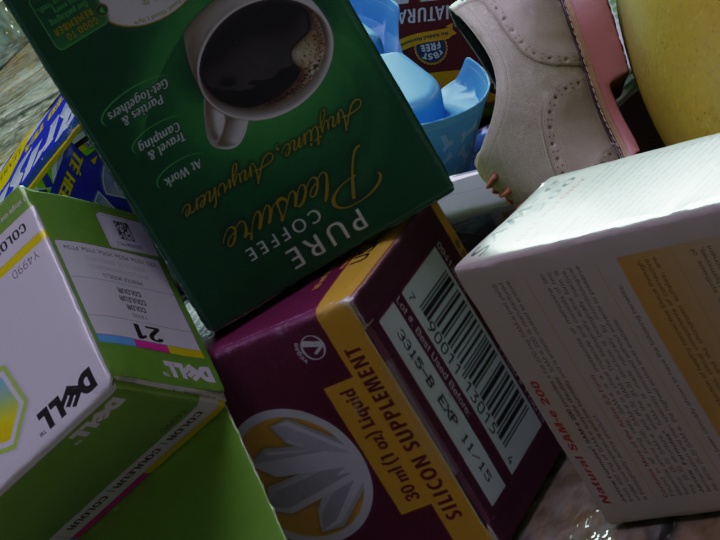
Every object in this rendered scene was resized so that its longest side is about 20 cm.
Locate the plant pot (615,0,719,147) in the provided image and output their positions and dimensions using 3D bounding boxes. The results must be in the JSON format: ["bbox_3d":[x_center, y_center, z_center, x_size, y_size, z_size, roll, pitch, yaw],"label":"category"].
[{"bbox_3d":[0.205,-0.076,1.148,0.199,0.200,0.142,-25,36,24],"label":"plant pot"}]

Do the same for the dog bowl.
[{"bbox_3d":[-0.014,-0.084,1.350,0.111,0.050,0.200,-12,29,-22],"label":"dog bowl"}]

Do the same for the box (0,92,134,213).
[{"bbox_3d":[-0.136,-0.014,1.235,0.200,0.064,0.070,-50,21,20],"label":"box"}]

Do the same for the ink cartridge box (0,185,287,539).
[{"bbox_3d":[-0.121,0.091,1.130,0.148,0.201,0.076,-42,-31,24],"label":"ink cartridge box"}]

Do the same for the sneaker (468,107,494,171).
[{"bbox_3d":[0.091,-0.064,1.494,0.066,0.079,0.200,-30,5,13],"label":"sneaker"}]

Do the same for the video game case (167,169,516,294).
[{"bbox_3d":[0.000,0.000,1.329,0.199,0.023,0.182,-13,-14,7],"label":"video game case"}]

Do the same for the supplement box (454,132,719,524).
[{"bbox_3d":[0.147,0.016,1.032,0.200,0.126,0.074,-13,24,50],"label":"supplement box"}]

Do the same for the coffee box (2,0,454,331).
[{"bbox_3d":[-0.062,-0.089,1.143,0.123,0.200,0.044,-32,13,3],"label":"coffee box"}]

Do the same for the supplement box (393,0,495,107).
[{"bbox_3d":[0.084,-0.198,1.499,0.132,0.198,0.200,-5,11,13],"label":"supplement box"}]

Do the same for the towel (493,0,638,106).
[{"bbox_3d":[0.134,-0.152,1.284,0.200,0.023,0.153,-40,44,26],"label":"towel"}]

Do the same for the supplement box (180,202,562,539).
[{"bbox_3d":[-0.032,0.071,1.209,0.199,0.131,0.103,-23,17,33],"label":"supplement box"}]

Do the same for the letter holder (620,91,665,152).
[{"bbox_3d":[0.210,-0.123,1.333,0.199,0.143,0.101,-20,18,38],"label":"letter holder"}]

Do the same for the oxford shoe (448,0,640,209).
[{"bbox_3d":[0.089,-0.034,1.204,0.073,0.201,0.071,-13,-18,-1],"label":"oxford shoe"}]
